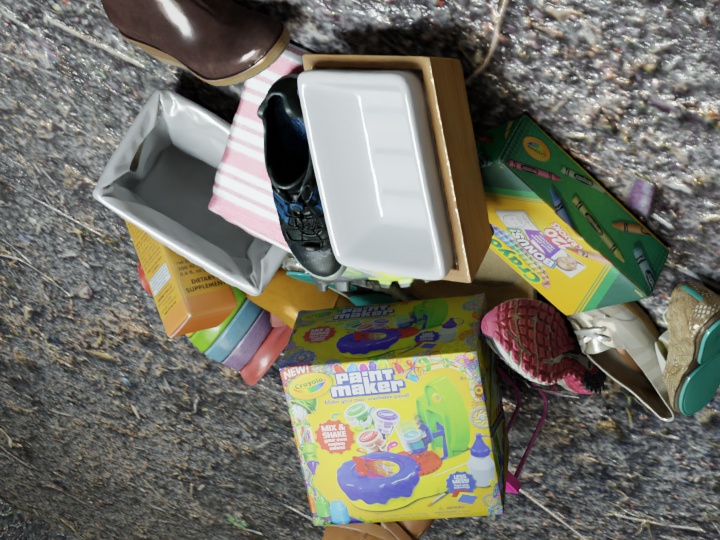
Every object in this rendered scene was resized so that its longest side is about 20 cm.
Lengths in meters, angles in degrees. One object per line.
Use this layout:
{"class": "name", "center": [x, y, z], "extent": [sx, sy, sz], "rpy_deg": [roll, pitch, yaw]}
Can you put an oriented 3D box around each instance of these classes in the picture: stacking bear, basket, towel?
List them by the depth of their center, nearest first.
{"class": "towel", "center": [-0.055, -0.111, 1.524], "extent": [0.146, 0.030, 0.201], "rpy_deg": [25, 119, 8]}
{"class": "basket", "center": [-0.156, -0.074, 1.649], "extent": [0.199, 0.136, 0.123], "rpy_deg": [32, 172, -2]}
{"class": "stacking bear", "center": [-0.178, 0.037, 1.941], "extent": [0.200, 0.114, 0.121], "rpy_deg": [37, 154, -6]}

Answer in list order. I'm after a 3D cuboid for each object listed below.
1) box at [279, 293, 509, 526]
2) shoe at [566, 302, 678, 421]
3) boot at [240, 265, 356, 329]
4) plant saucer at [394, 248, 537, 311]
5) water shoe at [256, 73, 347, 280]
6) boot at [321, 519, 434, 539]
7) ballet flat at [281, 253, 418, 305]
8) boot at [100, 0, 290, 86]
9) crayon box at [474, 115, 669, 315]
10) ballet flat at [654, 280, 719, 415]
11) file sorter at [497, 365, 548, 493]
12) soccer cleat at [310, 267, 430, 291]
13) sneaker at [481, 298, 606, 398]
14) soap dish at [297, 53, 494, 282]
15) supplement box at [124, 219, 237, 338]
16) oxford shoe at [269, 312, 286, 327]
{"class": "box", "center": [0.039, 0.142, 1.638], "extent": [0.198, 0.122, 0.194], "rpy_deg": [-6, 116, 12]}
{"class": "shoe", "center": [0.262, 0.076, 1.603], "extent": [0.200, 0.054, 0.070], "rpy_deg": [42, 152, -24]}
{"class": "boot", "center": [-0.035, 0.075, 1.745], "extent": [0.200, 0.145, 0.071], "rpy_deg": [15, 138, -39]}
{"class": "plant saucer", "center": [0.093, -0.019, 1.626], "extent": [0.199, 0.036, 0.201], "rpy_deg": [24, 153, 13]}
{"class": "water shoe", "center": [-0.060, -0.077, 1.478], "extent": [0.071, 0.079, 0.201], "rpy_deg": [-4, 111, 22]}
{"class": "boot", "center": [-0.011, 0.245, 1.786], "extent": [0.199, 0.156, 0.077], "rpy_deg": [22, 156, 14]}
{"class": "ballet flat", "center": [0.000, 0.000, 1.714], "extent": [0.071, 0.072, 0.199], "rpy_deg": [3, 165, 43]}
{"class": "boot", "center": [-0.172, -0.245, 1.445], "extent": [0.199, 0.073, 0.166], "rpy_deg": [9, 150, 44]}
{"class": "crayon box", "center": [0.170, -0.047, 1.468], "extent": [0.200, 0.058, 0.119], "rpy_deg": [40, 152, -20]}
{"class": "ballet flat", "center": [0.317, 0.069, 1.543], "extent": [0.065, 0.070, 0.200], "rpy_deg": [49, 161, 27]}
{"class": "file sorter", "center": [0.095, 0.158, 1.845], "extent": [0.199, 0.126, 0.139], "rpy_deg": [-1, 143, 48]}
{"class": "soccer cleat", "center": [0.026, -0.027, 1.571], "extent": [0.199, 0.065, 0.084], "rpy_deg": [-6, 99, 36]}
{"class": "sneaker", "center": [0.176, 0.086, 1.621], "extent": [0.074, 0.081, 0.200], "rpy_deg": [-5, 158, 34]}
{"class": "soap dish", "center": [0.033, -0.096, 1.407], "extent": [0.157, 0.081, 0.201], "rpy_deg": [9, 117, 46]}
{"class": "supplement box", "center": [-0.203, -0.034, 1.741], "extent": [0.069, 0.066, 0.201], "rpy_deg": [-46, 63, 53]}
{"class": "oxford shoe", "center": [-0.064, -0.003, 1.812], "extent": [0.074, 0.071, 0.200], "rpy_deg": [1, 151, -5]}
